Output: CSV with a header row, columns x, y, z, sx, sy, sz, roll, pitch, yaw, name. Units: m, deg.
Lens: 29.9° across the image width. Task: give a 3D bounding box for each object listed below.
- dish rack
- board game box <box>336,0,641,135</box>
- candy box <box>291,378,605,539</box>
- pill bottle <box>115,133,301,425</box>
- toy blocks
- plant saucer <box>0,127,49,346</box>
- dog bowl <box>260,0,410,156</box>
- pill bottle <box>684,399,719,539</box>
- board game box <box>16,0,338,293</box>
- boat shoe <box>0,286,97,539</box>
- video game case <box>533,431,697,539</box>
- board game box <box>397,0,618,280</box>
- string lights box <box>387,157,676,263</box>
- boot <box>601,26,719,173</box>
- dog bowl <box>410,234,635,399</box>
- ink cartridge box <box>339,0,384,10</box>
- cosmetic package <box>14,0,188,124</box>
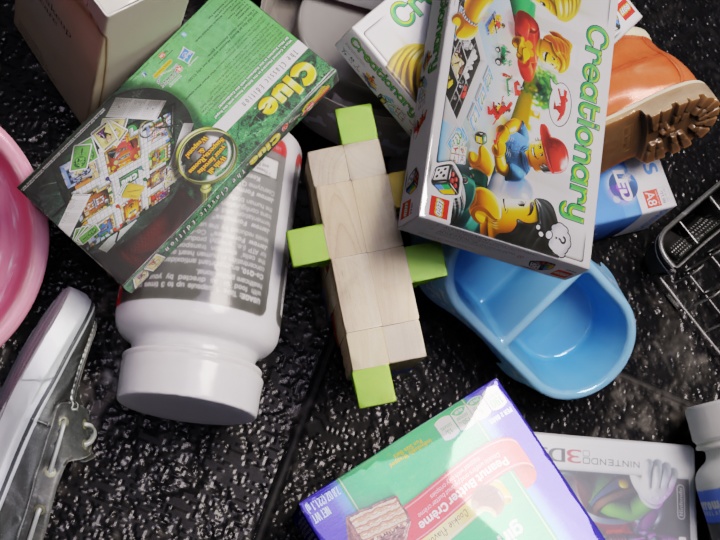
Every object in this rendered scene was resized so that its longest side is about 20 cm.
x,y,z,sx,sy,sz,roll,pitch,yaw,name
0.335,0.018,1.087,0.153,0.055,0.200,-37,88,-21,dish rack
0.093,-0.167,0.939,0.126,0.035,0.200,49,63,-5,board game box
0.075,0.206,0.928,0.169,0.077,0.200,-31,79,-13,candy box
-0.108,-0.001,0.934,0.114,0.114,0.200,11,72,-13,pill bottle
0.000,0.000,0.957,0.100,0.137,0.200,-11,81,-6,toy blocks
-0.310,-0.023,0.887,0.200,0.051,0.201,-4,99,-26,plant saucer
0.022,-0.169,1.015,0.200,0.059,0.200,3,54,-5,dog bowl
0.316,0.186,1.000,0.114,0.114,0.200,-13,80,-19,pill bottle
-0.119,-0.090,0.892,0.105,0.023,0.200,41,80,17,board game box
-0.213,0.112,0.904,0.071,0.072,0.200,24,80,-18,boat shoe
0.166,0.223,0.998,0.182,0.023,0.200,6,74,-14,video game case
0.099,-0.106,0.878,0.126,0.035,0.200,16,72,-22,board game box
0.133,-0.066,1.049,0.200,0.059,0.103,-14,76,-19,string lights box
0.155,-0.120,1.012,0.200,0.075,0.107,-19,58,-14,boot
0.125,0.017,0.980,0.111,0.050,0.200,-44,117,3,dog bowl
-0.020,-0.247,1.009,0.200,0.037,0.095,15,52,7,ink cartridge box
-0.178,-0.186,0.918,0.073,0.200,0.104,-33,85,-20,cosmetic package
